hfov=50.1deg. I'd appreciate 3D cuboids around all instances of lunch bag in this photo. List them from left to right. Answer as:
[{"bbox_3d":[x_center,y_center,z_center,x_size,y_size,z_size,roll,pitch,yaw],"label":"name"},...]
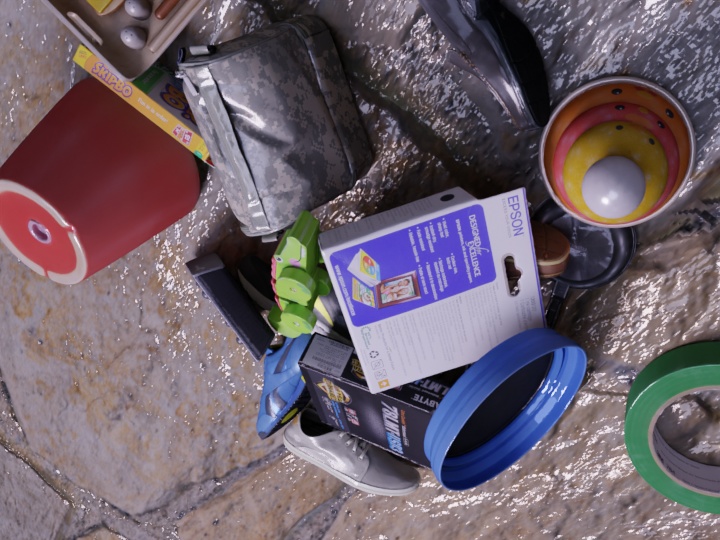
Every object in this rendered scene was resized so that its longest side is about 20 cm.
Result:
[{"bbox_3d":[-0.094,-0.150,0.797,0.138,0.168,0.201,-9,113,26],"label":"lunch bag"}]

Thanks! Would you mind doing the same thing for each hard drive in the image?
[{"bbox_3d":[-0.159,0.037,0.933,0.042,0.200,0.135,-37,101,-10],"label":"hard drive"}]

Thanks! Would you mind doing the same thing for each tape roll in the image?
[{"bbox_3d":[0.393,0.174,0.841,0.199,0.048,0.202,10,120,18],"label":"tape roll"}]

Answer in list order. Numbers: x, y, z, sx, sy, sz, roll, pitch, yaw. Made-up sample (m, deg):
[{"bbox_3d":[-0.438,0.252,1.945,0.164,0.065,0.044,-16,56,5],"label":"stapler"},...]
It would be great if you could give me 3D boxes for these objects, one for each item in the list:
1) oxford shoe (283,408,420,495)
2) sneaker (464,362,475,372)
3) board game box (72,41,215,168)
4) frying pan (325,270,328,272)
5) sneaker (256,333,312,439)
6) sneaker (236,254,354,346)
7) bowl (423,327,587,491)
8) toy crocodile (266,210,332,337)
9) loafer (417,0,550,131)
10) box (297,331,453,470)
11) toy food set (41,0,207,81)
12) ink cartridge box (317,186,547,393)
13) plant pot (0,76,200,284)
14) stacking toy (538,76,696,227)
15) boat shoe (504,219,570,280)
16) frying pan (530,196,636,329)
[{"bbox_3d":[-0.011,0.243,1.037,0.199,0.075,0.058,22,113,13],"label":"oxford shoe"},{"bbox_3d":[0.151,0.158,0.911,0.075,0.088,0.201,-2,118,21],"label":"sneaker"},{"bbox_3d":[-0.215,-0.190,0.869,0.200,0.096,0.030,40,116,-1],"label":"board game box"},{"bbox_3d":[0.012,0.013,0.857,0.115,0.031,0.190,51,136,-10],"label":"frying pan"},{"bbox_3d":[-0.101,0.145,1.030,0.078,0.066,0.201,42,127,15],"label":"sneaker"},{"bbox_3d":[-0.057,0.026,0.947,0.199,0.074,0.085,31,106,4],"label":"sneaker"},{"bbox_3d":[0.148,0.143,0.798,0.039,0.200,0.202,45,132,36],"label":"bowl"},{"bbox_3d":[-0.066,0.008,0.802,0.061,0.068,0.200,19,151,7],"label":"toy crocodile"},{"bbox_3d":[0.115,-0.219,0.738,0.072,0.073,0.201,-24,96,40],"label":"loafer"},{"bbox_3d":[0.034,0.167,0.928,0.197,0.050,0.200,21,153,17],"label":"box"},{"bbox_3d":[-0.230,-0.318,0.793,0.143,0.060,0.200,44,98,-5],"label":"toy food set"},{"bbox_3d":[0.078,0.019,0.772,0.198,0.044,0.199,-17,126,2],"label":"ink cartridge box"},{"bbox_3d":[-0.315,-0.093,0.891,0.199,0.178,0.201,18,136,18],"label":"plant pot"},{"bbox_3d":[0.225,-0.086,0.672,0.145,0.200,0.147,5,110,14],"label":"stacking toy"},{"bbox_3d":[0.132,-0.015,0.830,0.199,0.072,0.068,6,129,36],"label":"boat shoe"},{"bbox_3d":[0.211,-0.004,0.836,0.115,0.031,0.190,39,122,2],"label":"frying pan"}]
